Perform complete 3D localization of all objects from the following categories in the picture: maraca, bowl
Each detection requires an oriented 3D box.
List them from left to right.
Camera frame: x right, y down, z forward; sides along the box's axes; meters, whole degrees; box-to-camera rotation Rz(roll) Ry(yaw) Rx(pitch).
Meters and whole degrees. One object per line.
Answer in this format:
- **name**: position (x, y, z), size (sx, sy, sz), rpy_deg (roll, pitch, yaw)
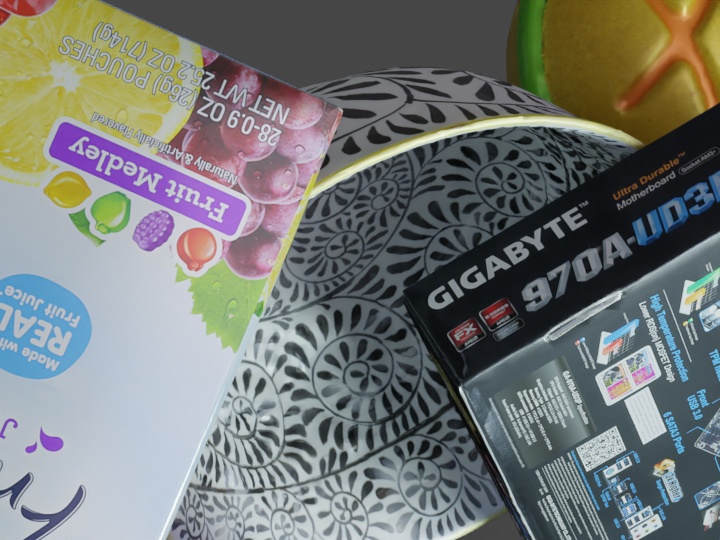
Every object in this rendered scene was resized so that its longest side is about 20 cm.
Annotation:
- **bowl**: position (0.000, 0.000, 0.872), size (0.200, 0.094, 0.201), rpy_deg (-19, 139, -18)
- **maraca**: position (0.136, -0.069, 0.990), size (0.200, 0.107, 0.137), rpy_deg (8, 80, -36)

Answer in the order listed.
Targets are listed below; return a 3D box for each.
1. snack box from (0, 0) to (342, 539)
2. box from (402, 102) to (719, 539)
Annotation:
- **snack box**: position (-0.120, 0.017, 0.716), size (0.168, 0.068, 0.200), rpy_deg (23, 82, -5)
- **box**: position (0.116, 0.036, 0.876), size (0.159, 0.046, 0.200), rpy_deg (-31, 141, -2)
